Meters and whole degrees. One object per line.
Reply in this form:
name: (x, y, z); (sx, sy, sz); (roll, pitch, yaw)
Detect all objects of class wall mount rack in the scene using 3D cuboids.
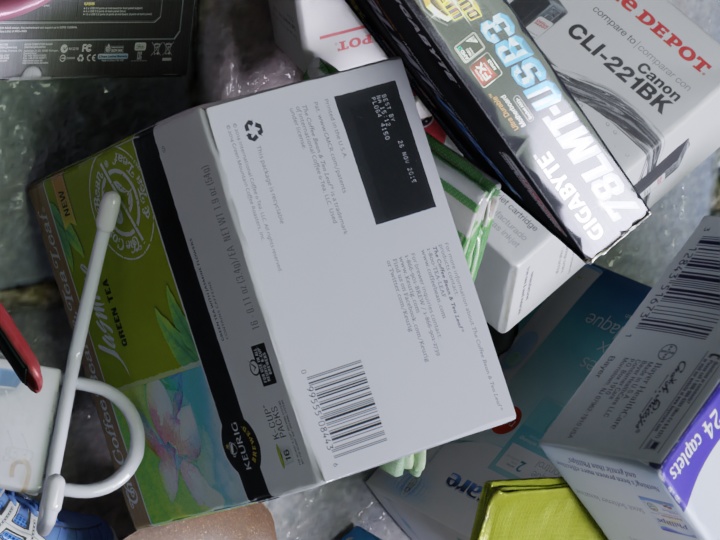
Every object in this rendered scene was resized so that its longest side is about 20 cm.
wall mount rack: (-0.200, 0.040, 1.496); (0.200, 0.075, 0.174); (11, 74, -8)

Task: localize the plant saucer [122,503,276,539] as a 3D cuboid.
plant saucer: (-0.117, 0.212, 1.652); (0.200, 0.037, 0.201); (-34, 152, -21)

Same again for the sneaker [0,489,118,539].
sneaker: (-0.208, 0.135, 1.573); (0.200, 0.076, 0.077); (9, 105, -43)

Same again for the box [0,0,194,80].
box: (-0.173, -0.178, 1.502); (0.200, 0.048, 0.159); (-5, 108, -39)

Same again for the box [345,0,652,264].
box: (0.048, -0.115, 1.504); (0.050, 0.199, 0.200); (-39, 116, -1)

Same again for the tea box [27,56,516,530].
tea box: (-0.050, 0.015, 1.537); (0.133, 0.197, 0.200); (-17, 88, -34)

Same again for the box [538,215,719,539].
box: (0.232, 0.104, 1.703); (0.184, 0.105, 0.200); (-52, 125, -22)

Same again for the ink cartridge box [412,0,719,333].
ink cartridge box: (0.104, -0.085, 1.697); (0.200, 0.144, 0.084); (-40, 160, -23)

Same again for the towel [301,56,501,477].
towel: (0.000, 0.000, 1.610); (0.023, 0.152, 0.200); (-23, 139, -42)

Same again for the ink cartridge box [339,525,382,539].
ink cartridge box: (0.028, 0.242, 1.728); (0.115, 0.200, 0.068); (-37, 129, -24)

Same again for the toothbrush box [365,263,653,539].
toothbrush box: (0.126, 0.103, 1.797); (0.200, 0.146, 0.085); (-50, 130, -13)

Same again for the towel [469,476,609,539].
towel: (0.141, 0.164, 1.723); (0.200, 0.018, 0.086); (3, 104, -40)

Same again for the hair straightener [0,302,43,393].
hair straightener: (-0.237, -0.009, 1.445); (0.077, 0.041, 0.200); (-30, 84, -15)

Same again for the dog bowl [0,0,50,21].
dog bowl: (-0.192, -0.205, 1.395); (0.200, 0.074, 0.201); (-14, 114, -35)

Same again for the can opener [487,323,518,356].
can opener: (0.013, 0.053, 1.752); (0.200, 0.079, 0.063); (-24, 159, -28)

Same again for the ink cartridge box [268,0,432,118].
ink cartridge box: (0.005, -0.183, 1.621); (0.117, 0.067, 0.200); (-15, 117, -15)
